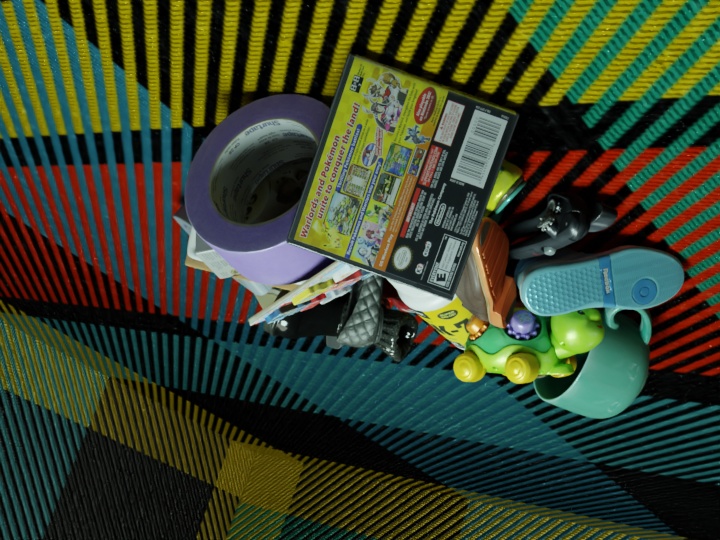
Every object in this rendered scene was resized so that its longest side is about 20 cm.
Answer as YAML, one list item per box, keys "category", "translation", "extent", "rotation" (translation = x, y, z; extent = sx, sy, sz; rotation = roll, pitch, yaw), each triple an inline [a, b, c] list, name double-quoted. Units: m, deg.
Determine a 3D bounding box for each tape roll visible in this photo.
- category: "tape roll"
  translation: [-0.090, -0.091, 1.130]
  extent: [0.199, 0.201, 0.085]
  rotation: [8, 159, 28]

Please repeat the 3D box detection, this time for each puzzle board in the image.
- category: "puzzle board"
  translation: [-0.023, 0.011, 1.183]
  extent: [0.150, 0.017, 0.200]
  rotation: [-33, 173, 29]

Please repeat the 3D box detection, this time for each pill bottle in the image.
- category: "pill bottle"
  translation: [0.119, 0.021, 1.372]
  extent: [0.114, 0.115, 0.200]
  rotation: [3, 155, 39]

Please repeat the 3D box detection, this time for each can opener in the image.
- category: "can opener"
  translation: [0.214, -0.042, 1.184]
  extent: [0.078, 0.064, 0.200]
  rotation: [25, 160, -17]

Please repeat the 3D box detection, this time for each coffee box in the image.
- category: "coffee box"
  translation: [-0.093, -0.071, 1.226]
  extent: [0.199, 0.114, 0.080]
  rotation: [-10, 153, 15]

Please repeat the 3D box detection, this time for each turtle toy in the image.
- category: "turtle toy"
  translation: [0.218, 0.089, 1.297]
  extent: [0.199, 0.102, 0.145]
  rotation: [-4, 177, 37]

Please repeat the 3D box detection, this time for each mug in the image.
- category: "mug"
  translation: [0.332, 0.123, 1.387]
  extent: [0.114, 0.153, 0.185]
  rotation: [21, 162, -16]

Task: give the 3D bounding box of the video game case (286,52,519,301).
- category: "video game case"
  translation: [0.041, -0.093, 1.019]
  extent: [0.180, 0.201, 0.026]
  rotation: [19, -172, -1]

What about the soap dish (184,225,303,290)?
- category: "soap dish"
  translation: [-0.118, -0.061, 1.329]
  extent: [0.199, 0.158, 0.081]
  rotation: [13, 177, 17]

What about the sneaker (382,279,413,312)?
- category: "sneaker"
  translation: [0.037, 0.023, 1.513]
  extent: [0.199, 0.079, 0.116]
  rotation: [24, 159, -11]

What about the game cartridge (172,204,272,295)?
- category: "game cartridge"
  translation: [-0.211, -0.039, 1.508]
  extent: [0.133, 0.042, 0.200]
  rotation: [46, 171, -29]

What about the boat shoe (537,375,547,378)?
- category: "boat shoe"
  translation: [0.207, 0.096, 1.456]
  extent: [0.073, 0.076, 0.200]
  rotation: [17, -173, -27]

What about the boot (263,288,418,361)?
- category: "boot"
  translation: [-0.020, 0.072, 1.384]
  extent: [0.157, 0.080, 0.211]
  rotation: [28, -160, 21]

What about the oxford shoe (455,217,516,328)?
- category: "oxford shoe"
  translation: [0.133, 0.003, 1.184]
  extent: [0.073, 0.072, 0.200]
  rotation: [15, 151, 23]

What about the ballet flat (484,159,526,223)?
- category: "ballet flat"
  translation: [0.138, -0.079, 1.176]
  extent: [0.067, 0.067, 0.200]
  rotation: [39, 160, 8]

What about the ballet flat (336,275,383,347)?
- category: "ballet flat"
  translation: [0.000, 0.000, 1.308]
  extent: [0.056, 0.201, 0.066]
  rotation: [0, 180, -16]

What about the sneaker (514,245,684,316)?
- category: "sneaker"
  translation: [0.281, -0.001, 1.237]
  extent: [0.199, 0.080, 0.131]
  rotation: [-3, -166, -4]

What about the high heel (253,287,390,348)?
- category: "high heel"
  translation: [-0.058, 0.051, 1.564]
  extent: [0.199, 0.142, 0.072]
  rotation: [25, 125, 32]
